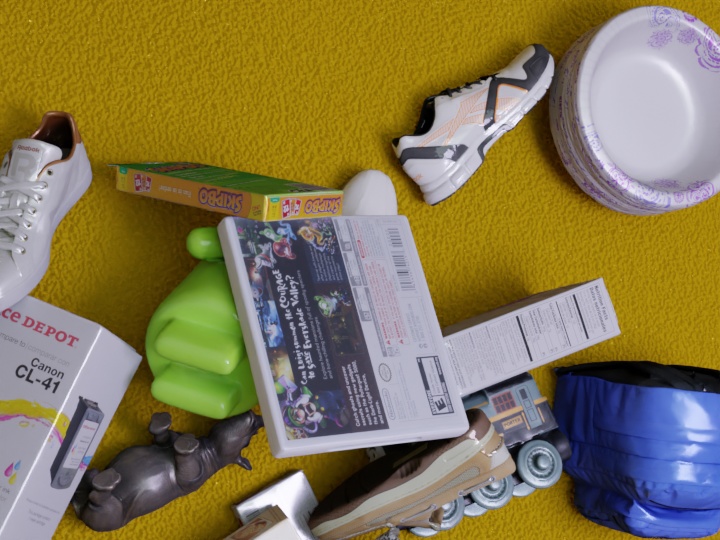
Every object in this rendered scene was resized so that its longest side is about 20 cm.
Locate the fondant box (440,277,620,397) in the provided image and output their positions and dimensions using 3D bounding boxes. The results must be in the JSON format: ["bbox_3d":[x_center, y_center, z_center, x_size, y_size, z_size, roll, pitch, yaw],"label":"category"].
[{"bbox_3d":[0.119,0.070,1.235,0.198,0.144,0.059,-18,89,-21],"label":"fondant box"}]

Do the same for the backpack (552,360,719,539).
[{"bbox_3d":[0.294,0.169,1.260,0.161,0.200,0.170,1,84,-21],"label":"backpack"}]

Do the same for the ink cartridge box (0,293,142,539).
[{"bbox_3d":[-0.293,0.122,1.079,0.147,0.086,0.201,20,77,20],"label":"ink cartridge box"}]

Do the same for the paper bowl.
[{"bbox_3d":[0.281,-0.156,1.337,0.199,0.104,0.203,2,84,-19],"label":"paper bowl"}]

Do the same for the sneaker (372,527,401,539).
[{"bbox_3d":[0.064,0.291,1.182,0.089,0.077,0.200,-42,124,17],"label":"sneaker"}]

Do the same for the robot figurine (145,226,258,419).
[{"bbox_3d":[-0.108,0.047,1.138,0.115,0.200,0.177,13,119,12],"label":"robot figurine"}]

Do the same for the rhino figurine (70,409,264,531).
[{"bbox_3d":[-0.163,0.166,1.161,0.199,0.088,0.060,-20,53,-22],"label":"rhino figurine"}]

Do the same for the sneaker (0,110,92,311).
[{"bbox_3d":[-0.283,-0.056,1.091,0.072,0.085,0.201,9,46,7],"label":"sneaker"}]

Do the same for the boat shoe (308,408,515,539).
[{"bbox_3d":[0.045,0.200,1.164,0.076,0.199,0.072,52,27,-12],"label":"boat shoe"}]

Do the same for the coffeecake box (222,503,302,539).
[{"bbox_3d":[-0.111,0.326,1.149,0.199,0.073,0.154,-32,96,-10],"label":"coffeecake box"}]

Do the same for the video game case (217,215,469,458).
[{"bbox_3d":[-0.014,0.047,1.088,0.180,0.023,0.202,-2,66,-33],"label":"video game case"}]

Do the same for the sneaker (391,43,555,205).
[{"bbox_3d":[0.112,-0.158,1.293,0.080,0.074,0.200,45,72,-9],"label":"sneaker"}]

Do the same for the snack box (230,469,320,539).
[{"bbox_3d":[-0.043,0.288,1.219,0.072,0.024,0.201,-27,94,-21],"label":"snack box"}]

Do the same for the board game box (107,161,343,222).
[{"bbox_3d":[-0.119,-0.070,1.131,0.095,0.199,0.030,-7,108,-49],"label":"board game box"}]

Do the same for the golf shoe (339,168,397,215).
[{"bbox_3d":[0.000,0.000,1.227,0.072,0.092,0.202,17,78,-16],"label":"golf shoe"}]

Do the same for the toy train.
[{"bbox_3d":[0.101,0.174,1.257,0.198,0.085,0.115,-19,78,-18],"label":"toy train"}]
